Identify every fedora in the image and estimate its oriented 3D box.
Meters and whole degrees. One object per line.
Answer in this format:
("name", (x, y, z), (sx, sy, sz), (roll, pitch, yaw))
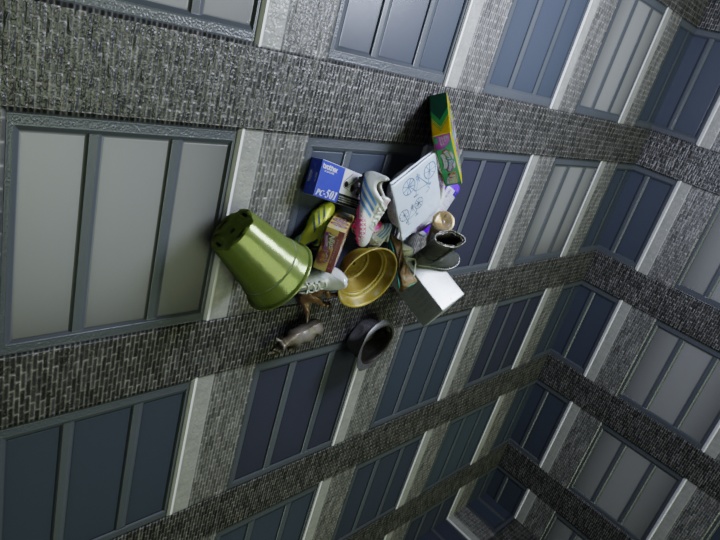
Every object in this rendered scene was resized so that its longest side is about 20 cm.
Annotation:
("fedora", (0.022, 0.229, 1.955), (0.199, 0.090, 0.178), (-34, 140, -36))

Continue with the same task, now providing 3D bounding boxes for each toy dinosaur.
("toy dinosaur", (-0.134, 0.048, 1.654), (0.135, 0.086, 0.201), (16, 117, -44))

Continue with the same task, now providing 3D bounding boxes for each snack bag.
("snack bag", (0.160, -0.210, 1.659), (0.188, 0.021, 0.201), (-41, 138, -25))

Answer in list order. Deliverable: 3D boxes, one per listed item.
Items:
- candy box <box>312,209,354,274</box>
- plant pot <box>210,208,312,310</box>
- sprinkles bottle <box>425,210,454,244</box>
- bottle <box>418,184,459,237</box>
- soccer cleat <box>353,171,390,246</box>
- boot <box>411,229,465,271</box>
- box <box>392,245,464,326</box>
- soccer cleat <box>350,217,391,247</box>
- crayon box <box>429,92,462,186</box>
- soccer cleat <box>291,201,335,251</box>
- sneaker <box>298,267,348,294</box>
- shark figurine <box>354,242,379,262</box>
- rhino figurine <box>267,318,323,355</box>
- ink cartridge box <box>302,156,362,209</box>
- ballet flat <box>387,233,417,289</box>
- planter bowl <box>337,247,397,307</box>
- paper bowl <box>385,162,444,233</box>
("candy box", (-0.069, -0.081, 1.554), (0.200, 0.056, 0.118), (-76, -173, -72))
("plant pot", (-0.248, -0.040, 1.390), (0.200, 0.200, 0.190), (-49, 130, -9))
("sprinkles bottle", (0.242, -0.117, 1.800), (0.068, 0.068, 0.200), (-48, 170, -11))
("bottle", (0.240, -0.204, 1.896), (0.083, 0.065, 0.201), (28, 94, -53))
("soccer cleat", (0.032, -0.158, 1.552), (0.070, 0.085, 0.202), (-38, 134, -70))
("boot", (0.261, -0.063, 1.773), (0.180, 0.073, 0.200), (-6, 157, -24))
("box", (0.209, 0.052, 1.904), (0.106, 0.201, 0.152), (-32, 169, -29))
("soccer cleat", (0.037, -0.105, 1.703), (0.200, 0.069, 0.087), (-17, 113, -59))
("crayon box", (0.245, -0.375, 1.697), (0.201, 0.058, 0.174), (63, 24, -50))
("soccer cleat", (-0.121, -0.094, 1.550), (0.201, 0.083, 0.065), (-52, 142, -15))
("sneaker", (-0.132, 0.032, 1.545), (0.087, 0.198, 0.075), (-78, 171, -55))
("shark figurine", (0.027, -0.010, 1.784), (0.215, 0.127, 0.090), (95, 16, -71))
("rhino figurine", (-0.188, 0.195, 1.689), (0.199, 0.060, 0.087), (-25, 170, -39))
("ink cartridge box", (-0.059, -0.224, 1.546), (0.199, 0.044, 0.095), (12, 96, -51))
("ballet flat", (0.131, -0.034, 1.794), (0.072, 0.201, 0.068), (-10, 144, -2))
("planter bowl", (0.000, 0.000, 1.660), (0.199, 0.083, 0.202), (-24, 138, -24))
("paper bowl", (0.152, -0.221, 1.745), (0.200, 0.104, 0.202), (-28, 133, -35))
